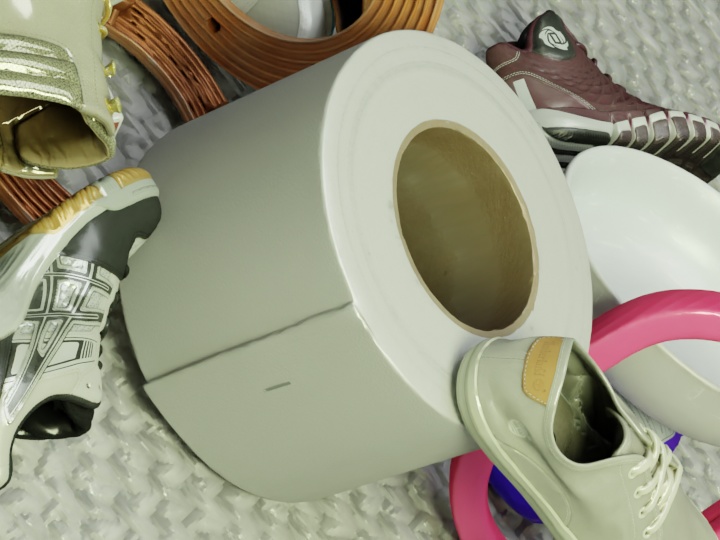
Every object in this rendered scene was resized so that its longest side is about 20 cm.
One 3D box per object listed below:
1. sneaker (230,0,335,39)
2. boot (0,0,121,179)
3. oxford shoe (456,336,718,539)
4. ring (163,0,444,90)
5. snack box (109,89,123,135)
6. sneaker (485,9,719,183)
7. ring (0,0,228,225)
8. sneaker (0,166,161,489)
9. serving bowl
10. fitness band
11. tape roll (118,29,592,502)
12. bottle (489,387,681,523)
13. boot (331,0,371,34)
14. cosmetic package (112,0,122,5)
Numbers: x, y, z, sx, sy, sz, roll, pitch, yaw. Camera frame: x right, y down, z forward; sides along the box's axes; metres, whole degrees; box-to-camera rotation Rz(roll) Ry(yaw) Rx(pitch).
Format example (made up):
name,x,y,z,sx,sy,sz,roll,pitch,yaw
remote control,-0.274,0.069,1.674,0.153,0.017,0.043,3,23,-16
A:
name,x,y,z,sx,sy,sz,roll,pitch,yaw
sneaker,-0.091,-0.181,1.416,0.200,0.076,0.081,53,22,16
boot,-0.122,-0.112,1.151,0.200,0.072,0.155,11,54,-41
oxford shoe,0.120,0.098,1.226,0.200,0.058,0.075,46,45,-34
ring,-0.037,-0.180,1.325,0.019,0.200,0.201,-33,87,-46
snack box,-0.187,-0.139,1.269,0.072,0.024,0.200,-10,58,-33
sneaker,0.154,-0.113,1.661,0.200,0.076,0.116,7,52,-47
ring,-0.126,-0.078,1.324,0.200,0.019,0.201,32,39,-30
sneaker,-0.143,0.031,1.174,0.088,0.076,0.200,51,46,-7
serving bowl,0.173,0.025,1.450,0.200,0.066,0.200,30,31,-20
fitness band,0.140,0.095,1.348,0.144,0.200,0.037,51,14,-18
tape roll,0.000,0.000,1.276,0.202,0.139,0.203,26,54,-43
bottle,0.138,0.079,1.475,0.084,0.065,0.200,53,33,10
boot,0.044,-0.061,1.414,0.189,0.068,0.200,-83,152,-47
cosmetic package,-0.134,-0.238,1.262,0.201,0.107,0.090,66,-8,-19
